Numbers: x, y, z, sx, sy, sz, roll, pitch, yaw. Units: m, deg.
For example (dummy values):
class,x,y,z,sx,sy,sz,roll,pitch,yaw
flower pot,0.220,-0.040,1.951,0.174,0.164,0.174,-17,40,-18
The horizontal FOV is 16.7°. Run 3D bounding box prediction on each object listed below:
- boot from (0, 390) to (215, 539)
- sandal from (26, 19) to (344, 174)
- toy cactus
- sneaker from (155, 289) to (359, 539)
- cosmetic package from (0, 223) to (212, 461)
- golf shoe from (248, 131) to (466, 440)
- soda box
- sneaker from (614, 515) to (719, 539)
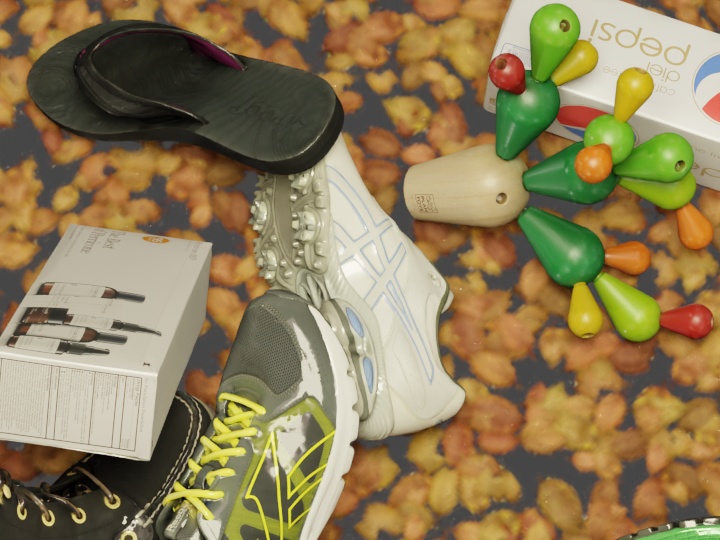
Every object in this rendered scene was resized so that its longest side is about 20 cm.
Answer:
class,x,y,z,sx,sy,sz,roll,pitch,yaw
boot,-0.165,0.117,1.230,0.200,0.151,0.073,-49,48,-10
sandal,-0.100,-0.105,1.328,0.200,0.048,0.075,13,65,30
toy cactus,0.100,-0.041,1.308,0.165,0.200,0.102,-5,38,31
sneaker,-0.057,0.109,1.236,0.085,0.074,0.200,3,92,-44
cosmetic package,-0.129,0.031,1.243,0.082,0.200,0.051,9,109,1
golf shoe,0.000,0.000,1.329,0.097,0.078,0.200,1,66,-29
soda box,0.171,-0.096,1.352,0.200,0.068,0.064,20,72,5
sneaker,0.147,0.179,1.264,0.200,0.078,0.085,-16,79,3
